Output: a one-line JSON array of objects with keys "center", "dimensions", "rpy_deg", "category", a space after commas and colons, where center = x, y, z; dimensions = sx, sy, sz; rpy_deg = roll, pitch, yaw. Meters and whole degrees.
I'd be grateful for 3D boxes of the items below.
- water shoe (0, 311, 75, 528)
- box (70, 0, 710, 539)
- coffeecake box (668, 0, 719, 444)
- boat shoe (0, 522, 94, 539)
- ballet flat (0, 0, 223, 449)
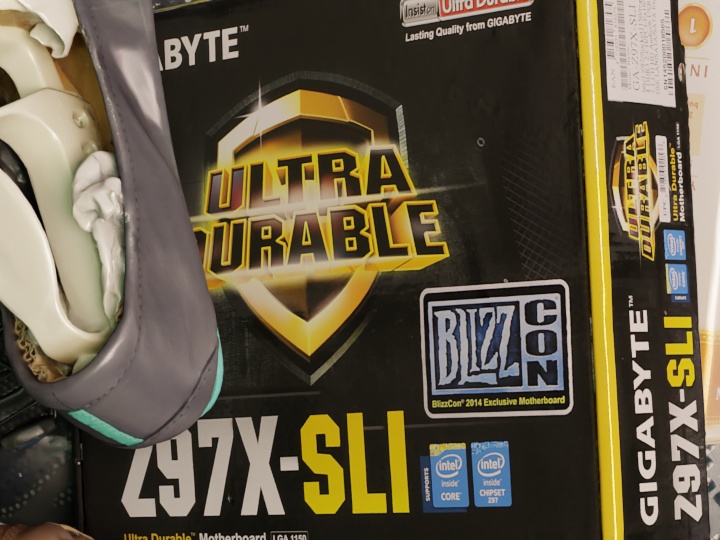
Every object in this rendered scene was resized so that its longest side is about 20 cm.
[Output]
[{"center": [-0.131, -0.002, 0.791], "dimensions": [0.071, 0.079, 0.201], "rpy_deg": [-31, 97, -2], "category": "water shoe"}, {"center": [0.000, 0.000, 0.739], "dimensions": [0.049, 0.199, 0.161], "rpy_deg": [-2, 88, -48], "category": "box"}, {"center": [0.062, -0.063, 0.764], "dimensions": [0.073, 0.153, 0.202], "rpy_deg": [0, 97, -49], "category": "coffeecake box"}, {"center": [-0.055, 0.120, 0.755], "dimensions": [0.074, 0.202, 0.075], "rpy_deg": [-20, 62, 23], "category": "boat shoe"}, {"center": [-0.088, -0.048, 0.743], "dimensions": [0.073, 0.073, 0.201], "rpy_deg": [-14, 75, -4], "category": "ballet flat"}]
